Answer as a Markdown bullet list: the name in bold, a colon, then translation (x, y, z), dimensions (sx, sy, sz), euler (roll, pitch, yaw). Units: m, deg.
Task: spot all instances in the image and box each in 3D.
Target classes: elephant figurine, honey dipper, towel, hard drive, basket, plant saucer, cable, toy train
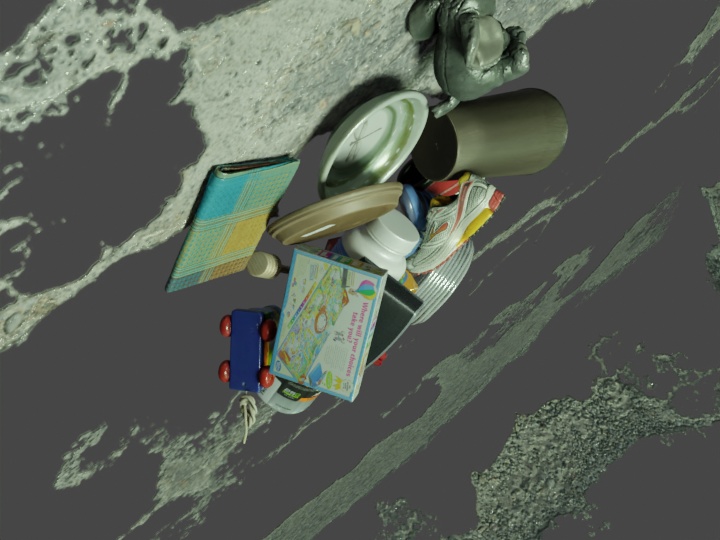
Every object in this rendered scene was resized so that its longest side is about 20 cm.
- **elephant figurine**: translation (0.132, -0.320, 1.145), dimensions (0.141, 0.156, 0.200), euler (-7, 157, 21)
- **honey dipper**: translation (-0.111, -0.001, 1.352), dimensions (0.038, 0.038, 0.200), euler (-50, 161, 10)
- **towel**: translation (-0.168, -0.061, 1.155), dimensions (0.146, 0.022, 0.200), euler (-18, 148, -50)
- **hard drive**: translation (-0.013, 0.085, 1.335), dimensions (0.200, 0.135, 0.042), euler (-45, -160, 24)
- **basket**: translation (0.186, -0.205, 1.383), dimensions (0.199, 0.137, 0.180), euler (-12, -178, -34)
- **plant saucer**: translation (0.006, -0.177, 1.228), dimensions (0.200, 0.050, 0.200), euler (-38, 160, -16)
- **cable**: translation (0.130, 0.006, 1.658), dimensions (0.200, 0.069, 0.200), euler (-42, -165, 47)
- **toy train**: translation (-0.159, 0.154, 1.385), dimensions (0.116, 0.084, 0.201), euler (-22, 116, -71)
- **plant saucer**: translation (-0.032, -0.076, 1.239), dimensions (0.199, 0.030, 0.200), euler (-18, 177, -1)

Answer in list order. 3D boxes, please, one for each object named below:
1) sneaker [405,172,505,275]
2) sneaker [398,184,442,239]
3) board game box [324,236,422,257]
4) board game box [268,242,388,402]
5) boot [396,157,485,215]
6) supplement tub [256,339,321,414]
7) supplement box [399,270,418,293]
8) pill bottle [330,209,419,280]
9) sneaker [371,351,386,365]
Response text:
- **sneaker**: translation (0.130, -0.071, 1.357), dimensions (0.200, 0.082, 0.078), euler (-47, 179, 32)
- **sneaker**: translation (0.120, -0.091, 1.431), dimensions (0.082, 0.074, 0.200), euler (-31, 147, 14)
- **board game box**: translation (0.019, -0.028, 1.487), dimensions (0.199, 0.019, 0.103), euler (-14, 141, -34)
- **board game box**: translation (-0.048, 0.075, 1.281), dimensions (0.034, 0.134, 0.201), euler (-45, 151, -66)
- **boot**: translation (0.146, -0.175, 1.481), dimensions (0.200, 0.072, 0.144), euler (-39, 157, -9)
- **supplement tub**: translation (-0.090, 0.138, 1.498), dimensions (0.122, 0.123, 0.200), euler (-18, 152, -51)
- **supplement box**: translation (0.040, 0.040, 1.526), dimensions (0.066, 0.069, 0.200), euler (-20, 169, -14)
- **pill bottle**: translation (0.000, 0.000, 1.373), dimensions (0.200, 0.112, 0.112), euler (-52, 159, 27)
- **sneaker**: translation (0.007, 0.130, 1.603), dimensions (0.200, 0.115, 0.079), euler (-160, -93, -73)
